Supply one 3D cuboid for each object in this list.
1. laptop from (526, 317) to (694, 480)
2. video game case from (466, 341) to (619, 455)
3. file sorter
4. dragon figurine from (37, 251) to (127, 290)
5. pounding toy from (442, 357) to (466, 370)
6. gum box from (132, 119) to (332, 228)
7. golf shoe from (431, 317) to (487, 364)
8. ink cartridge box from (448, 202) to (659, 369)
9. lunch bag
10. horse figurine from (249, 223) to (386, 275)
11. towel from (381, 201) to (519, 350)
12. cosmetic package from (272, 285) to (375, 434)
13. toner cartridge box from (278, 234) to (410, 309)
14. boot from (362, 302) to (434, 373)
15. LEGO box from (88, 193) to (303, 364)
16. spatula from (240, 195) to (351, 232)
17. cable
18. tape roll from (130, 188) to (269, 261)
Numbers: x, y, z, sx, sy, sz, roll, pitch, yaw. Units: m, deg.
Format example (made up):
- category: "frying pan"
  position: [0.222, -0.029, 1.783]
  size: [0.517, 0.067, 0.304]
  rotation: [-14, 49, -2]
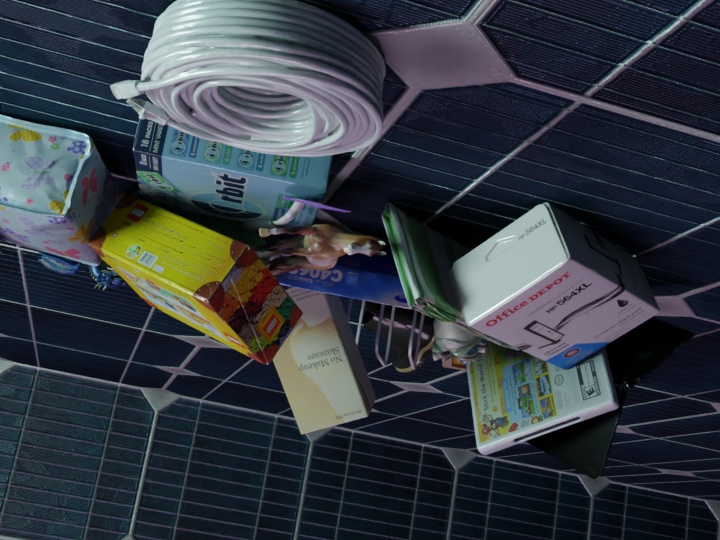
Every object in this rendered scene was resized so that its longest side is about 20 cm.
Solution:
- category: "laptop"
  position: [0.297, 0.140, 1.307]
  size: [0.177, 0.200, 0.103]
  rotation: [25, 140, 48]
- category: "video game case"
  position: [0.220, 0.117, 1.289]
  size: [0.182, 0.200, 0.023]
  rotation: [-24, 134, 23]
- category: "file sorter"
  position: [-0.007, 0.063, 1.468]
  size: [0.200, 0.125, 0.139]
  rotation: [7, 165, 8]
- category: "dragon figurine"
  position: [-0.413, -0.031, 1.418]
  size: [0.200, 0.100, 0.059]
  rotation: [13, 164, -13]
- category: "pounding toy"
  position: [0.213, 0.115, 1.483]
  size: [0.184, 0.142, 0.200]
  rotation: [8, 164, 7]
- category: "gum box"
  position: [-0.141, -0.100, 1.115]
  size: [0.200, 0.045, 0.170]
  rotation: [10, 165, -7]
- category: "golf shoe"
  position: [0.144, 0.034, 1.296]
  size: [0.078, 0.097, 0.200]
  rotation: [0, -155, 21]
- category: "ink cartridge box"
  position: [0.222, 0.023, 1.167]
  size: [0.146, 0.084, 0.200]
  rotation: [-37, 140, 29]
- category: "lunch bag"
  position: [-0.391, -0.092, 1.153]
  size: [0.200, 0.127, 0.170]
  rotation: [16, 163, 3]
- category: "horse figurine"
  position: [-0.063, -0.023, 1.156]
  size: [0.132, 0.050, 0.200]
  rotation: [-3, 172, -17]
- category: "towel"
  position: [0.109, 0.009, 1.195]
  size: [0.200, 0.153, 0.023]
  rotation: [24, 128, -41]
- category: "cosmetic package"
  position: [-0.061, 0.107, 1.369]
  size: [0.105, 0.200, 0.071]
  rotation: [-18, -169, 13]
- category: "toner cartridge box"
  position: [0.000, 0.000, 1.303]
  size: [0.200, 0.043, 0.095]
  rotation: [11, -157, -3]
- category: "boot"
  position: [0.052, 0.102, 1.688]
  size: [0.138, 0.078, 0.200]
  rotation: [17, 150, -12]
- category: "LEGO box"
  position: [-0.186, 0.009, 1.157]
  size: [0.200, 0.077, 0.149]
  rotation: [23, 160, 33]
- category: "spatula"
  position: [-0.083, -0.059, 1.105]
  size: [0.056, 0.021, 0.200]
  rotation: [12, 166, -31]
- category: "cable"
  position: [-0.077, -0.155, 0.842]
  size: [0.200, 0.069, 0.200]
  rotation: [21, 160, -37]
- category: "tape roll"
  position: [-0.217, -0.028, 1.304]
  size: [0.200, 0.048, 0.200]
  rotation: [14, 147, 9]
